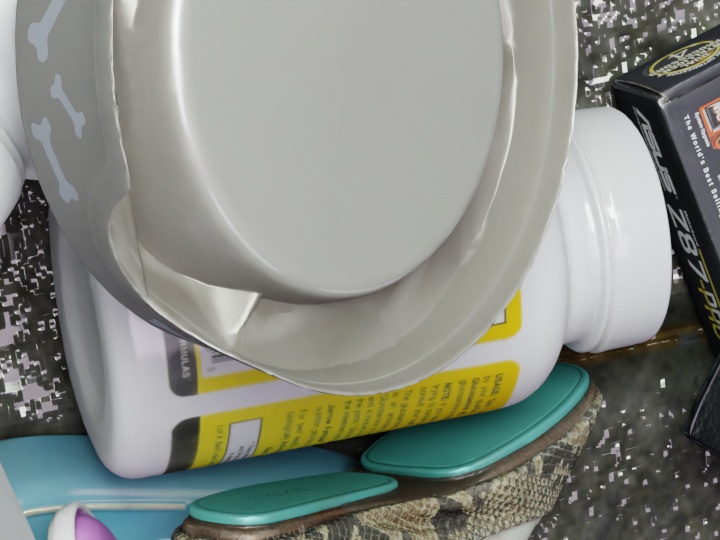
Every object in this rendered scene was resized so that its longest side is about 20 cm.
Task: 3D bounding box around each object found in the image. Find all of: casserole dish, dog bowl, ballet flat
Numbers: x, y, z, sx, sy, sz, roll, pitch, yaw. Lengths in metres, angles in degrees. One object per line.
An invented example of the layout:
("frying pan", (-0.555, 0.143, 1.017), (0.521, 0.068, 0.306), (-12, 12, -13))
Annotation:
("casserole dish", (-0.071, 0.123, 0.938), (0.199, 0.039, 0.122), (3, 100, -17))
("dog bowl", (-0.018, -0.065, 0.769), (0.199, 0.058, 0.201), (-2, 93, -48))
("ballet flat", (0.013, 0.092, 0.910), (0.199, 0.068, 0.076), (-20, 108, -44))

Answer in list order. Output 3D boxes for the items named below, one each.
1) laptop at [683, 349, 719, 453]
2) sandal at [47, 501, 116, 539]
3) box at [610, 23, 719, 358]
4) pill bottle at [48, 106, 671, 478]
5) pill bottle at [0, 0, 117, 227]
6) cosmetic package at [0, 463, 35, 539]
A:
("laptop", (0.251, 0.028, 0.933), (0.199, 0.103, 0.178), (25, 93, -22))
("sandal", (-0.051, 0.170, 0.869), (0.050, 0.082, 0.204), (-21, 83, 2))
("box", (0.202, -0.016, 0.988), (0.161, 0.049, 0.201), (-27, 109, -14))
("pill bottle", (0.000, 0.000, 0.895), (0.199, 0.112, 0.113), (-9, 104, -15))
("pill bottle", (-0.095, -0.106, 0.808), (0.111, 0.111, 0.201), (40, 62, -20))
("cosmetic package", (-0.205, 0.110, 0.793), (0.198, 0.123, 0.201), (-17, 128, 2))
